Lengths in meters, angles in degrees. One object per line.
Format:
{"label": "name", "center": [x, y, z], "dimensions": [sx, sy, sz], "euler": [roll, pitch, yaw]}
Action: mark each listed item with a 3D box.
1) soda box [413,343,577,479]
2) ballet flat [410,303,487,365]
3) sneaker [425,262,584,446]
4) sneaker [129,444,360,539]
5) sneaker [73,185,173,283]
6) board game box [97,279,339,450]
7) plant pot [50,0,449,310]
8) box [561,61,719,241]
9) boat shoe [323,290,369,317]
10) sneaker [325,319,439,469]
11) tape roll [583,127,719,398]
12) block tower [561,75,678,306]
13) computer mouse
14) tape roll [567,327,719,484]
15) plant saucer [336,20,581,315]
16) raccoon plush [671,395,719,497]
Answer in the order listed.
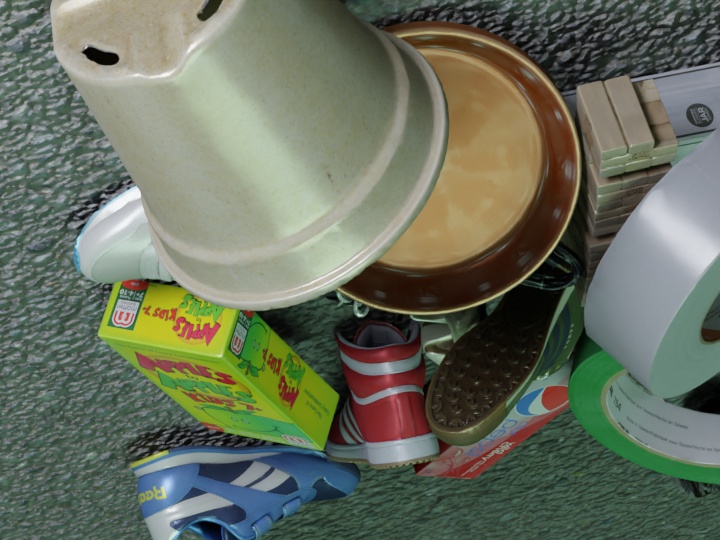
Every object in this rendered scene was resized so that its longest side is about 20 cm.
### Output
{"label": "soda box", "center": [0.119, 0.095, 1.922], "dimensions": [0.070, 0.064, 0.200], "euler": [8, 142, -39]}
{"label": "ballet flat", "center": [0.069, 0.034, 1.794], "dimensions": [0.062, 0.068, 0.200], "euler": [-10, 142, 1]}
{"label": "sneaker", "center": [0.120, 0.061, 1.743], "dimensions": [0.067, 0.201, 0.090], "euler": [18, 152, 28]}
{"label": "sneaker", "center": [-0.092, 0.187, 1.939], "dimensions": [0.199, 0.083, 0.074], "euler": [0, 162, -26]}
{"label": "sneaker", "center": [-0.092, -0.019, 1.588], "dimensions": [0.199, 0.081, 0.077], "euler": [-12, 153, -7]}
{"label": "board game box", "center": [-0.100, 0.070, 1.729], "dimensions": [0.101, 0.048, 0.200], "euler": [9, 161, 25]}
{"label": "plant pot", "center": [-0.075, -0.110, 1.350], "dimensions": [0.200, 0.201, 0.184], "euler": [-24, 139, 13]}
{"label": "box", "center": [0.199, -0.081, 1.657], "dimensions": [0.199, 0.060, 0.117], "euler": [-12, 151, -9]}
{"label": "boat shoe", "center": [0.000, 0.000, 1.670], "dimensions": [0.199, 0.063, 0.073], "euler": [-19, 179, 0]}
{"label": "sneaker", "center": [0.010, 0.094, 1.875], "dimensions": [0.071, 0.113, 0.200], "euler": [-11, -179, -16]}
{"label": "tape roll", "center": [0.240, -0.011, 1.585], "dimensions": [0.200, 0.066, 0.201], "euler": [-37, 154, -22]}
{"label": "block tower", "center": [0.170, -0.048, 1.579], "dimensions": [0.054, 0.058, 0.200], "euler": [-13, 150, -6]}
{"label": "computer mouse", "center": [0.068, -0.052, 1.583], "dimensions": [0.200, 0.034, 0.059], "euler": [38, 113, -17]}
{"label": "tape roll", "center": [0.257, 0.090, 1.790], "dimensions": [0.199, 0.048, 0.201], "euler": [12, 148, 8]}
{"label": "plant saucer", "center": [0.042, -0.067, 1.535], "dimensions": [0.199, 0.032, 0.201], "euler": [-2, 116, -3]}
{"label": "raccoon plush", "center": [0.361, 0.137, 2.144], "dimensions": [0.133, 0.097, 0.200], "euler": [-24, -177, -15]}
